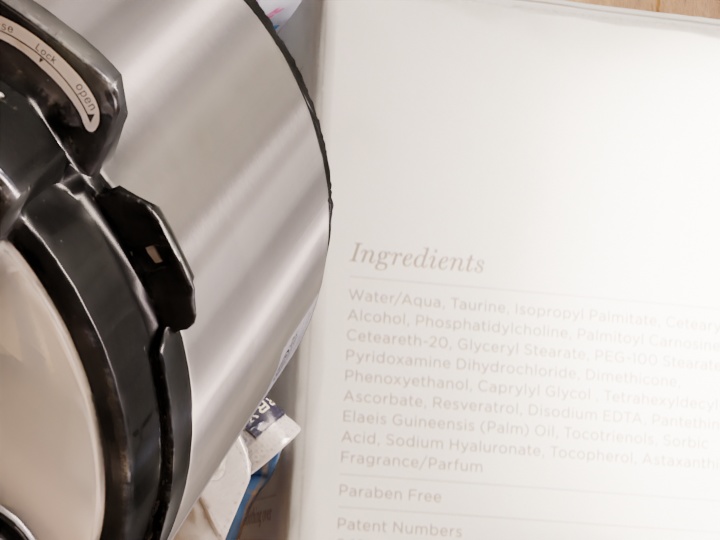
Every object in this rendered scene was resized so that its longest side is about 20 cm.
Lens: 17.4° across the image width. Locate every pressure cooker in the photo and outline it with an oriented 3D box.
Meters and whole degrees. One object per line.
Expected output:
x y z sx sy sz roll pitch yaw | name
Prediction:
-0.107 0.007 0.568 0.200 0.177 0.177 -58 142 -60 | pressure cooker

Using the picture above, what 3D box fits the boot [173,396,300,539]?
-0.056 0.021 0.709 0.074 0.095 0.201 -44 156 -55 | boot

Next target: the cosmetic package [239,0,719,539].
0.042 0.021 0.825 0.167 0.165 0.202 147 -53 -75 | cosmetic package

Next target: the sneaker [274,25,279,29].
-0.019 -0.064 1.010 0.200 0.074 0.087 -18 109 -61 | sneaker

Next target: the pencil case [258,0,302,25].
-0.056 -0.122 0.856 0.200 0.090 0.084 -29 108 -66 | pencil case
